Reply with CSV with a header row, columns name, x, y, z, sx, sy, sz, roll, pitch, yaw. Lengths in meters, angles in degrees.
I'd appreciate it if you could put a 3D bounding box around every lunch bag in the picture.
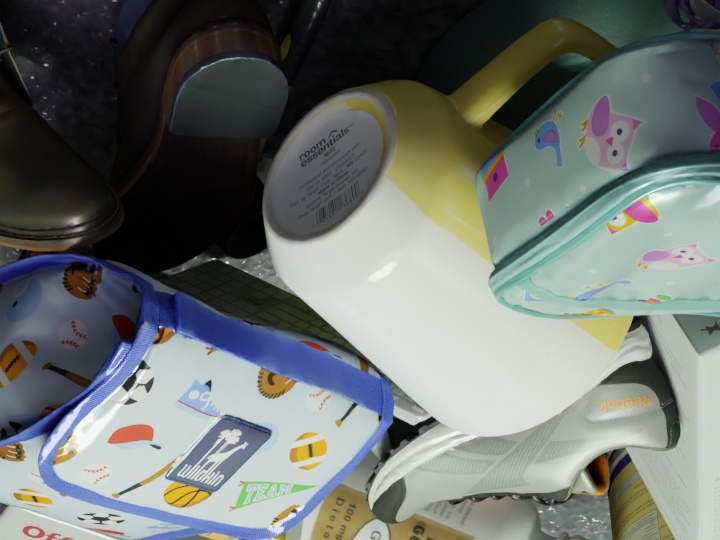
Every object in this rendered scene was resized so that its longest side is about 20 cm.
name,x,y,z,sx,sy,sz,roll,pitch,yaw
lunch bag,-0.108,0.066,0.824,0.200,0.124,0.170,-17,150,40
lunch bag,0.159,-0.029,0.704,0.200,0.077,0.160,3,155,-26

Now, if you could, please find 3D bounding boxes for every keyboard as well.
name,x,y,z,sx,sy,sz,roll,pitch,yaw
keyboard,-0.028,0.036,0.926,0.200,0.056,0.011,24,126,32

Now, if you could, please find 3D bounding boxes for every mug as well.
name,x,y,z,sx,sy,sz,roll,pitch,yaw
mug,0.041,-0.032,0.804,0.153,0.187,0.149,33,167,-39

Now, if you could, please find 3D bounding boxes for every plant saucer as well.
name,x,y,z,sx,sy,sz,roll,pitch,yaw
plant saucer,0.126,-0.072,0.893,0.200,0.036,0.200,1,138,1

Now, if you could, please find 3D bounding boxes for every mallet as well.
name,x,y,z,sx,sy,sz,roll,pitch,yaw
mallet,-0.050,-0.102,0.868,0.041,0.066,0.200,-12,134,-41

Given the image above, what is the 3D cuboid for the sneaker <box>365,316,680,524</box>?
name,x,y,z,sx,sy,sz,roll,pitch,yaw
sneaker,0.082,0.099,0.886,0.200,0.074,0.079,-32,84,35

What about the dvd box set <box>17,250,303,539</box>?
name,x,y,z,sx,sy,sz,roll,pitch,yaw
dvd box set,-0.121,0.077,0.983,0.200,0.146,0.029,20,146,-19

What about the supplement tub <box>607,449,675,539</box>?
name,x,y,z,sx,sy,sz,roll,pitch,yaw
supplement tub,0.240,0.204,1.073,0.145,0.200,0.145,1,138,1

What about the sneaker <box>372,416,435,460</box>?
name,x,y,z,sx,sy,sz,roll,pitch,yaw
sneaker,0.061,0.079,1.017,0.082,0.077,0.200,-42,154,20

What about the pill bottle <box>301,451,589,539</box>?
name,x,y,z,sx,sy,sz,roll,pitch,yaw
pill bottle,0.059,0.190,1.077,0.200,0.114,0.114,19,141,17

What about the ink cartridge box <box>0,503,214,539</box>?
name,x,y,z,sx,sy,sz,roll,pitch,yaw
ink cartridge box,-0.192,0.163,1.080,0.145,0.145,0.200,24,133,-24

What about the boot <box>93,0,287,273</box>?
name,x,y,z,sx,sy,sz,roll,pitch,yaw
boot,-0.093,-0.082,0.848,0.075,0.097,0.200,5,146,-27

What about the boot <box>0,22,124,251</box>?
name,x,y,z,sx,sy,sz,roll,pitch,yaw
boot,-0.195,-0.084,0.804,0.200,0.075,0.097,28,139,33

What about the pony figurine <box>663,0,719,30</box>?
name,x,y,z,sx,sy,sz,roll,pitch,yaw
pony figurine,0.200,-0.139,0.755,0.193,0.167,0.200,-28,136,-15

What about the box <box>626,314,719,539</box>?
name,x,y,z,sx,sy,sz,roll,pitch,yaw
box,0.202,0.053,0.901,0.097,0.124,0.200,-18,137,-6
